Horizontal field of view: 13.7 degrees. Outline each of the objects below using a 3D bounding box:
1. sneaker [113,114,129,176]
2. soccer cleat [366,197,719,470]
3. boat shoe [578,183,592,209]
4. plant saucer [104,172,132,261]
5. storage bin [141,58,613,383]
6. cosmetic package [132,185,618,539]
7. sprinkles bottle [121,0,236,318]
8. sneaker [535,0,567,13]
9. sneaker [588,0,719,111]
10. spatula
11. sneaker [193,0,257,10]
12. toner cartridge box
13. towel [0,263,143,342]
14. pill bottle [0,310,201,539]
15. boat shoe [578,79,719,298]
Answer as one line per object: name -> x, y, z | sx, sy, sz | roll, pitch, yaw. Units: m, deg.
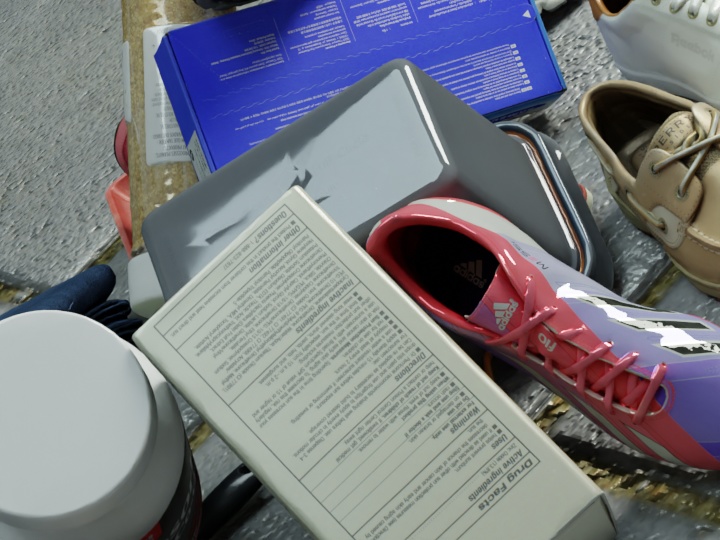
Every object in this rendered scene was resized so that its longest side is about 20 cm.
sneaker -> -0.065, -0.086, 1.677 | 0.200, 0.074, 0.087 | -22, 33, 30
soccer cleat -> 0.091, 0.029, 1.297 | 0.200, 0.076, 0.067 | 33, 106, 26
boat shoe -> 0.029, -0.025, 1.556 | 0.200, 0.063, 0.071 | -11, 36, 41
plant saucer -> -0.046, -0.058, 1.732 | 0.200, 0.037, 0.200 | -38, 27, 4
storage bin -> 0.000, 0.000, 1.436 | 0.200, 0.134, 0.146 | -32, 55, 15
cosmetic package -> 0.007, 0.071, 1.297 | 0.105, 0.071, 0.200 | -41, 69, -4
sprinkles bottle -> -0.095, -0.075, 1.624 | 0.068, 0.068, 0.200 | -14, 73, 40
sneaker -> 0.050, -0.179, 1.714 | 0.200, 0.080, 0.078 | -11, 26, 0
sneaker -> 0.178, -0.128, 1.505 | 0.073, 0.085, 0.200 | -47, 29, -20
spatula -> -0.120, 0.159, 1.500 | 0.200, 0.021, 0.057 | -40, 32, -4
sneaker -> -0.028, -0.187, 1.601 | 0.075, 0.079, 0.200 | -21, -5, 31
toner cartridge box -> 0.000, -0.105, 1.593 | 0.200, 0.095, 0.043 | -17, -7, -15
towel -> -0.211, 0.064, 1.667 | 0.112, 0.049, 0.200 | -25, 8, 33
pill bottle -> -0.136, 0.091, 1.388 | 0.116, 0.116, 0.200 | -44, -12, -11
boat shoe -> 0.158, -0.041, 1.414 | 0.071, 0.065, 0.200 | -43, 27, -8
